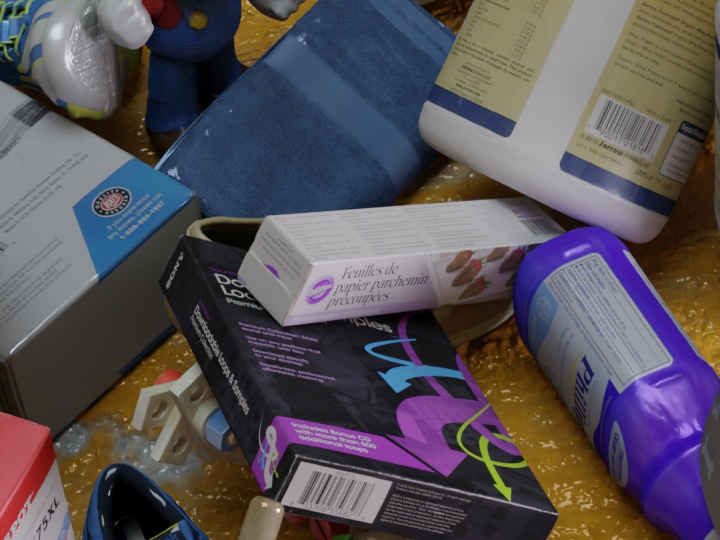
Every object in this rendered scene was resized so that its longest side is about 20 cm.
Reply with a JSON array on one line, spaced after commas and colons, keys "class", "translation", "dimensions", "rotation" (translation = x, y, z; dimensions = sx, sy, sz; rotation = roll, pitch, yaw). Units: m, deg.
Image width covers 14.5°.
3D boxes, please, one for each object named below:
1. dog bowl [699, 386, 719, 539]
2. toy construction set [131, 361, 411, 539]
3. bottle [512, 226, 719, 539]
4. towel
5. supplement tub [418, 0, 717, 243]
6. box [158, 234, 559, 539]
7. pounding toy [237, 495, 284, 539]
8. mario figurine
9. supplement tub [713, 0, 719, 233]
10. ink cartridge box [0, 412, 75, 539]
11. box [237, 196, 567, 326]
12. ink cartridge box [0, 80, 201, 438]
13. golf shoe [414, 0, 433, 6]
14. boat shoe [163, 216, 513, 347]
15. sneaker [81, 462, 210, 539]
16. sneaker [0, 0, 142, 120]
[{"class": "dog bowl", "translation": [0.249, 0.099, 1.328], "dimensions": [0.200, 0.059, 0.200], "rotation": [13, 51, -16]}, {"class": "toy construction set", "translation": [-0.019, 0.117, 1.368], "dimensions": [0.131, 0.092, 0.200], "rotation": [-29, 63, -35]}, {"class": "bottle", "translation": [0.145, 0.070, 1.399], "dimensions": [0.065, 0.084, 0.200], "rotation": [-22, 52, -13]}, {"class": "towel", "translation": [-0.021, -0.075, 1.564], "dimensions": [0.112, 0.049, 0.200], "rotation": [43, 59, 2]}, {"class": "supplement tub", "translation": [0.132, -0.131, 1.489], "dimensions": [0.144, 0.144, 0.200], "rotation": [28, 95, 29]}, {"class": "box", "translation": [-0.004, 0.058, 1.343], "dimensions": [0.143, 0.036, 0.200], "rotation": [14, 23, -28]}, {"class": "pounding toy", "translation": [-0.056, 0.241, 1.184], "dimensions": [0.184, 0.200, 0.142], "rotation": [-33, 51, -23]}, {"class": "mario figurine", "translation": [-0.084, -0.144, 1.549], "dimensions": [0.106, 0.200, 0.124], "rotation": [-3, 47, 5]}, {"class": "supplement tub", "translation": [0.252, -0.068, 1.434], "dimensions": [0.145, 0.200, 0.145], "rotation": [-3, 47, 4]}, {"class": "ink cartridge box", "translation": [-0.186, 0.143, 1.292], "dimensions": [0.067, 0.200, 0.116], "rotation": [14, 50, 18]}, {"class": "box", "translation": [0.025, -0.006, 1.405], "dimensions": [0.200, 0.039, 0.041], "rotation": [-7, 42, -48]}, {"class": "ink cartridge box", "translation": [-0.202, -0.015, 1.522], "dimensions": [0.200, 0.084, 0.145], "rotation": [30, 58, 29]}, {"class": "golf shoe", "translation": [0.083, -0.205, 1.643], "dimensions": [0.200, 0.077, 0.088], "rotation": [-27, 46, 25]}, {"class": "boat shoe", "translation": [-0.001, -0.002, 1.469], "dimensions": [0.200, 0.063, 0.073], "rotation": [0, 47, -21]}, {"class": "sneaker", "translation": [-0.082, 0.174, 1.336], "dimensions": [0.066, 0.079, 0.200], "rotation": [-22, 50, -15]}, {"class": "sneaker", "translation": [-0.184, -0.121, 1.583], "dimensions": [0.105, 0.076, 0.200], "rotation": [-3, 6, 5]}]
